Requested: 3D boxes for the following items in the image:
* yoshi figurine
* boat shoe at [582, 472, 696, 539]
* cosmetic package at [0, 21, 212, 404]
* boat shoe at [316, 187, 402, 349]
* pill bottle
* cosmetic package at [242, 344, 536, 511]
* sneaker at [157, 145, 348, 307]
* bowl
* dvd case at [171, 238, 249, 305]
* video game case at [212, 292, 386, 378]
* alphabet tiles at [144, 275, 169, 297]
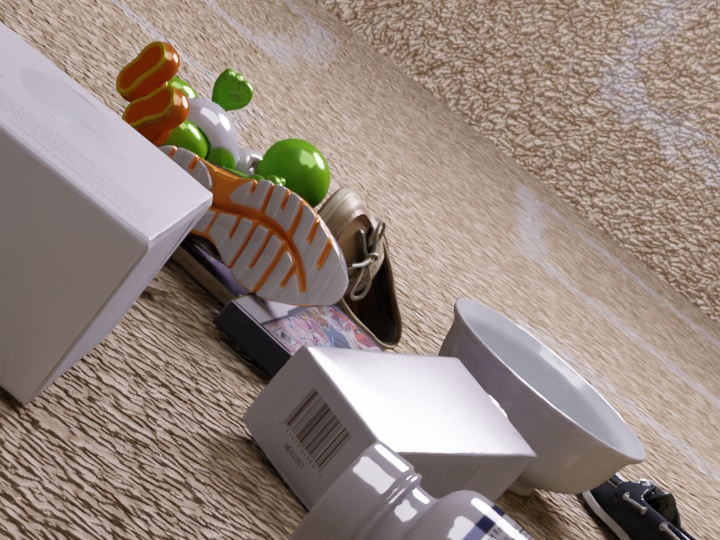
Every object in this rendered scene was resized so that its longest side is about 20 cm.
[{"bbox_3d":[-0.097,-0.100,1.695,0.112,0.113,0.200,15,-20,46],"label":"yoshi figurine"},{"bbox_3d":[0.250,0.217,1.833,0.075,0.060,0.200,31,14,-33],"label":"boat shoe"},{"bbox_3d":[-0.212,-0.047,1.234,0.199,0.123,0.200,39,10,0],"label":"cosmetic package"},{"bbox_3d":[0.000,0.000,1.706,0.063,0.073,0.200,36,-14,21],"label":"boat shoe"},{"bbox_3d":[0.057,0.192,1.163,0.200,0.120,0.120,40,11,9],"label":"pill bottle"},{"bbox_3d":[0.022,0.112,1.427,0.102,0.074,0.200,52,21,27],"label":"cosmetic package"},{"bbox_3d":[-0.080,-0.031,1.599,0.200,0.078,0.077,34,-1,31],"label":"sneaker"},{"bbox_3d":[0.130,0.121,1.752,0.201,0.091,0.201,37,10,-8],"label":"bowl"},{"bbox_3d":[-0.143,-0.037,1.694,0.200,0.016,0.149,41,12,12],"label":"dvd case"},{"bbox_3d":[-0.005,0.085,1.594,0.200,0.026,0.181,42,14,7],"label":"video game case"},{"bbox_3d":[-0.215,-0.055,1.524,0.167,0.008,0.200,22,24,-50],"label":"alphabet tiles"}]
